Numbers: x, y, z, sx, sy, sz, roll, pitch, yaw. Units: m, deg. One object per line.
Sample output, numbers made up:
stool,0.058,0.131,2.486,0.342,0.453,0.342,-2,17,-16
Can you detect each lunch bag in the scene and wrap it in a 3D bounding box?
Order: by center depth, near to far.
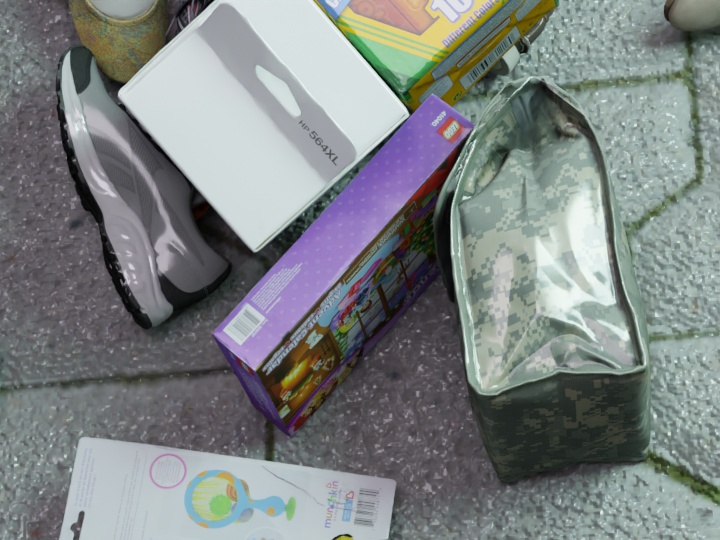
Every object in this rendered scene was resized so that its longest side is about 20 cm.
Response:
lunch bag,0.107,0.003,1.322,0.117,0.164,0.201,-9,67,4

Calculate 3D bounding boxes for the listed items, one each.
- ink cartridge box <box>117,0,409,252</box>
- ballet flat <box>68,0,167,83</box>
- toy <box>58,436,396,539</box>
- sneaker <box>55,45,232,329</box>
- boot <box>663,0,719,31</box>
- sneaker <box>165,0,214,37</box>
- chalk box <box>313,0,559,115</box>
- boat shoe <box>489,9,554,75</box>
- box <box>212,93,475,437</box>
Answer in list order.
ink cartridge box,-0.058,-0.101,1.347,0.125,0.200,0.129,-42,92,2
ballet flat,-0.166,-0.229,1.485,0.070,0.071,0.201,-6,81,7
toy,-0.083,0.174,1.349,0.199,0.047,0.116,6,66,8
sneaker,-0.147,-0.060,1.448,0.079,0.074,0.201,-22,72,-10
boot,0.315,-0.162,1.408,0.199,0.070,0.147,-30,69,-3
sneaker,-0.094,-0.189,1.476,0.080,0.075,0.201,-3,79,6
chalk box,0.012,-0.209,1.376,0.125,0.124,0.200,-43,80,1
boat shoe,0.039,-0.210,1.472,0.200,0.072,0.060,38,81,16
box,0.000,0.000,1.356,0.039,0.137,0.200,39,79,19
